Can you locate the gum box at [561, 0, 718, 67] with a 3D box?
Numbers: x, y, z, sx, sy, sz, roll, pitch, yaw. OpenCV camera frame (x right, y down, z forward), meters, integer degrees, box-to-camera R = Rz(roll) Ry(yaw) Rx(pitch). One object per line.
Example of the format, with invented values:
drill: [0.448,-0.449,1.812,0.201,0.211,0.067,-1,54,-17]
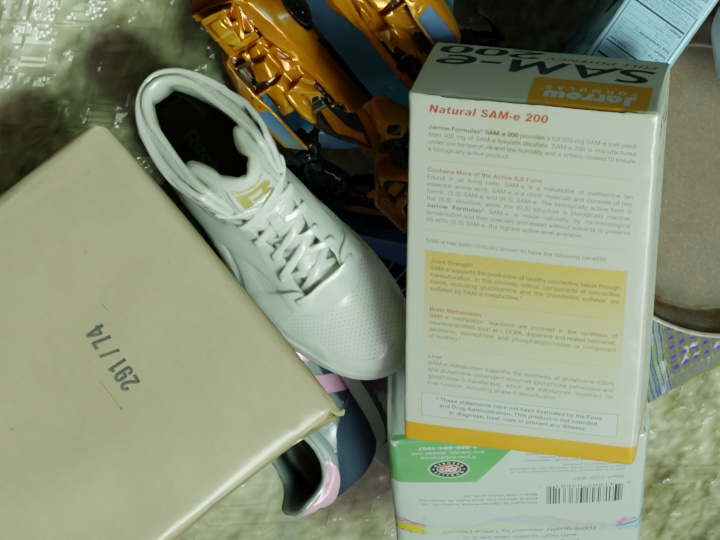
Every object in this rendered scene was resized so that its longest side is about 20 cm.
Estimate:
gum box: [0.171,-0.162,1.284,0.044,0.170,0.200,35,95,-3]

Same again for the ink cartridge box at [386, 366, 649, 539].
ink cartridge box: [0.091,0.113,1.369,0.145,0.088,0.200,-3,145,3]

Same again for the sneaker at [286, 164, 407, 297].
sneaker: [0.000,0.000,1.343,0.199,0.070,0.078,18,118,-5]

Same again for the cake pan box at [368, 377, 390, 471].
cake pan box: [0.070,0.050,1.467,0.184,0.052,0.200,-41,132,5]

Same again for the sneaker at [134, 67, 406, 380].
sneaker: [-0.049,-0.023,1.231,0.074,0.200,0.116,-43,174,-1]

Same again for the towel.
towel: [0.162,0.036,1.460,0.199,0.023,0.144,-24,128,-19]

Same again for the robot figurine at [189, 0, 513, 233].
robot figurine: [0.007,-0.099,1.247,0.145,0.058,0.200,-30,122,21]

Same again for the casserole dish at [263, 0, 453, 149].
casserole dish: [-0.011,-0.159,1.262,0.121,0.039,0.201,-2,126,-4]

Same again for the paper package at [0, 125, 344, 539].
paper package: [-0.146,0.058,1.231,0.190,0.103,0.200,-39,89,-11]

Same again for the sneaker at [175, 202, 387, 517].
sneaker: [-0.060,0.054,1.329,0.200,0.070,0.082,52,55,-21]

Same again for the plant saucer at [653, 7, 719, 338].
plant saucer: [0.210,-0.058,1.420,0.200,0.034,0.201,2,84,-19]

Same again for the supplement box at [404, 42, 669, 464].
supplement box: [0.090,-0.009,1.205,0.126,0.074,0.201,7,117,11]

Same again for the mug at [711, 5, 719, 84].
mug: [0.296,-0.147,1.350,0.186,0.150,0.153,21,130,-16]
